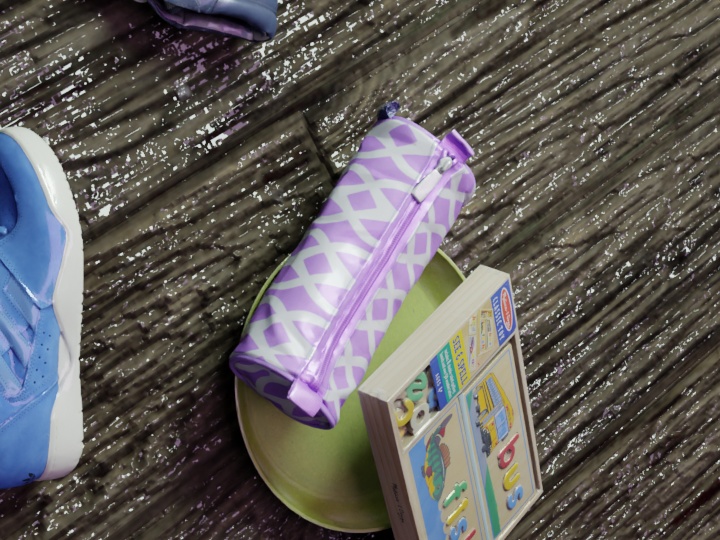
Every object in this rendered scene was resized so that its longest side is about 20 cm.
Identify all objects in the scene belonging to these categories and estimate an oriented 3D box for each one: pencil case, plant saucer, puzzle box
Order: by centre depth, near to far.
[{"bbox_3d":[0.000,0.000,0.914,0.084,0.085,0.201,39,72,-27],"label":"pencil case"},{"bbox_3d":[0.065,0.114,0.970,0.133,0.025,0.201,-44,136,-33],"label":"puzzle box"},{"bbox_3d":[-0.001,0.070,0.981,0.198,0.031,0.203,-1,91,-33],"label":"plant saucer"}]

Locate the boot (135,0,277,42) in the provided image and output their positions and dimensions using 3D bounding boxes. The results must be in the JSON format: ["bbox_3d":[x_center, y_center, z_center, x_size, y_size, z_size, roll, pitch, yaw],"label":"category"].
[{"bbox_3d":[-0.126,-0.202,0.874,0.198,0.072,0.091,12,78,-32],"label":"boot"}]

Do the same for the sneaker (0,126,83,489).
[{"bbox_3d":[-0.216,0.024,0.817,0.110,0.076,0.202,-7,101,-41],"label":"sneaker"}]
